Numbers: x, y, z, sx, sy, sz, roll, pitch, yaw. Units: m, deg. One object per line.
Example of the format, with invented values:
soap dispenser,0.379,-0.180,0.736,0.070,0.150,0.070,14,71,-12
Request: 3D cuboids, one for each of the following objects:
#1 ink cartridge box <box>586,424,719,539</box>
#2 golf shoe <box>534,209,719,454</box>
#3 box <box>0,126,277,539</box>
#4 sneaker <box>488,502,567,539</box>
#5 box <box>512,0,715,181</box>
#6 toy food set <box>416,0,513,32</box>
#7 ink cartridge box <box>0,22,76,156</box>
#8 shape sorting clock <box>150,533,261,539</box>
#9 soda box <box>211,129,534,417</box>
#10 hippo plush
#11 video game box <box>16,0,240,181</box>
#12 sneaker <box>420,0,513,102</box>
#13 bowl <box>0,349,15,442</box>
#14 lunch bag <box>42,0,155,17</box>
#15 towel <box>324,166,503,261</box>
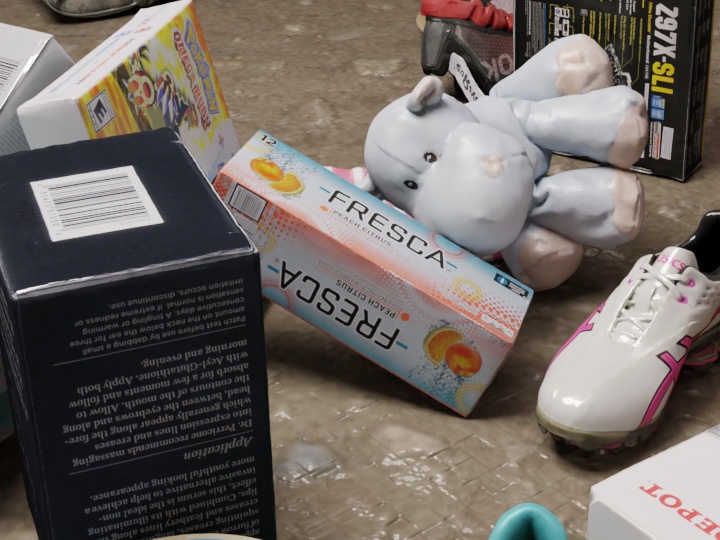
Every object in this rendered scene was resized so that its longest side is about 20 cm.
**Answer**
ink cartridge box,0.218,0.129,0.612,0.198,0.084,0.146,-19,32,-30
golf shoe,0.165,0.031,0.795,0.072,0.093,0.199,19,36,33
box,-0.112,0.057,0.646,0.106,0.202,0.149,-11,29,-18
sneaker,0.059,0.174,0.543,0.076,0.081,0.201,1,29,7
box,0.200,-0.185,1.085,0.158,0.202,0.049,15,33,31
toy food set,0.157,-0.267,1.407,0.197,0.049,0.199,-5,28,-7
ink cartridge box,-0.229,-0.078,0.907,0.174,0.200,0.084,18,69,34
shape sorting clock,-0.075,0.189,0.522,0.197,0.040,0.201,-5,44,4
soda box,0.000,0.000,0.810,0.199,0.064,0.069,31,33,3
hippo plush,0.083,-0.087,0.875,0.200,0.160,0.160,46,24,26
video game box,-0.120,-0.043,0.836,0.046,0.202,0.183,-9,25,17
sneaker,0.136,-0.197,1.255,0.198,0.099,0.071,11,7,-28
bowl,-0.227,0.022,0.737,0.104,0.203,0.201,13,31,14
lunch bag,-0.309,-0.372,1.559,0.166,0.141,0.200,-28,33,-11
towel,0.023,-0.046,1.018,0.197,0.030,0.147,-4,29,-4
